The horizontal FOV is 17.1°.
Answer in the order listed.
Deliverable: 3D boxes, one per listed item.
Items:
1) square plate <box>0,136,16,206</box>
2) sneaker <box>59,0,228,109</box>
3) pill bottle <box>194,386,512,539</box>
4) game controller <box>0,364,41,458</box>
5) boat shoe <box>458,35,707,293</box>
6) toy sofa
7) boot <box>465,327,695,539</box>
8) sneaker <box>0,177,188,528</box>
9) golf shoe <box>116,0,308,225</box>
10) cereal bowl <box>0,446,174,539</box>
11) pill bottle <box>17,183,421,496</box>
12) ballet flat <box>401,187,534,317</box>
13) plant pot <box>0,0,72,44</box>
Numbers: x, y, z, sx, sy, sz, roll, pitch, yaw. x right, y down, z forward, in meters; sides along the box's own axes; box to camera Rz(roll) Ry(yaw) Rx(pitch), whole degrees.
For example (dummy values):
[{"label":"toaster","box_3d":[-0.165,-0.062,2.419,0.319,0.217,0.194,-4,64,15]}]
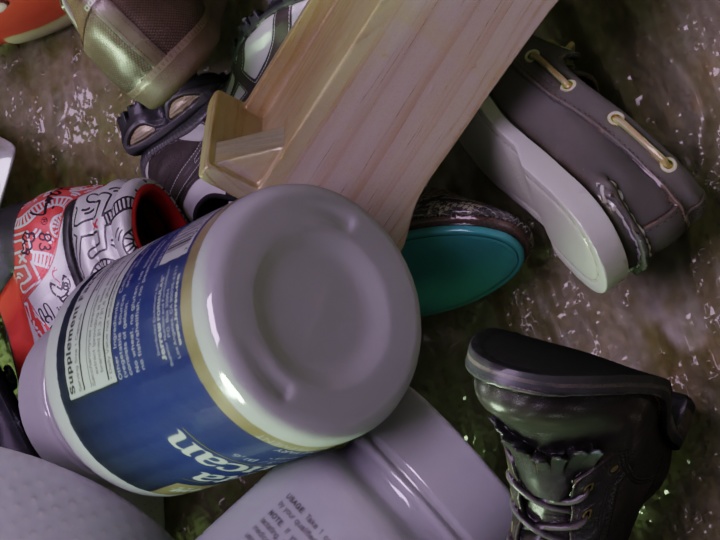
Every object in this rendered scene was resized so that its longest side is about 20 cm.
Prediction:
[{"label":"square plate","box_3d":[-0.243,0.013,1.310,0.200,0.028,0.200,-152,78,-69]},{"label":"sneaker","box_3d":[-0.111,-0.140,1.192,0.070,0.076,0.200,-44,16,5]},{"label":"pill bottle","box_3d":[-0.024,0.150,1.055,0.200,0.113,0.113,-42,53,-5]},{"label":"game controller","box_3d":[-0.187,0.121,1.231,0.105,0.042,0.200,52,153,18]},{"label":"boat shoe","box_3d":[0.084,-0.067,1.076,0.060,0.072,0.202,-29,43,-7]},{"label":"toy sofa","box_3d":[0.017,-0.109,1.053,0.201,0.097,0.083,-56,17,25]},{"label":"boot","box_3d":[0.076,0.122,0.971,0.069,0.200,0.175,17,86,28]},{"label":"sneaker","box_3d":[-0.113,0.053,1.196,0.107,0.067,0.203,-14,95,30]},{"label":"golf shoe","box_3d":[-0.033,-0.078,1.179,0.200,0.077,0.095,-34,71,42]},{"label":"cereal bowl","box_3d":[-0.183,0.162,1.133,0.199,0.200,0.084,-14,49,39]},{"label":"pill bottle","box_3d":[-0.072,0.039,1.060,0.200,0.110,0.112,-23,67,52]},{"label":"ballet flat","box_3d":[0.000,0.000,1.143,0.200,0.068,0.076,-33,36,34]},{"label":"plant pot","box_3d":[-0.225,-0.220,1.301,0.200,0.200,0.179,-20,79,37]}]
